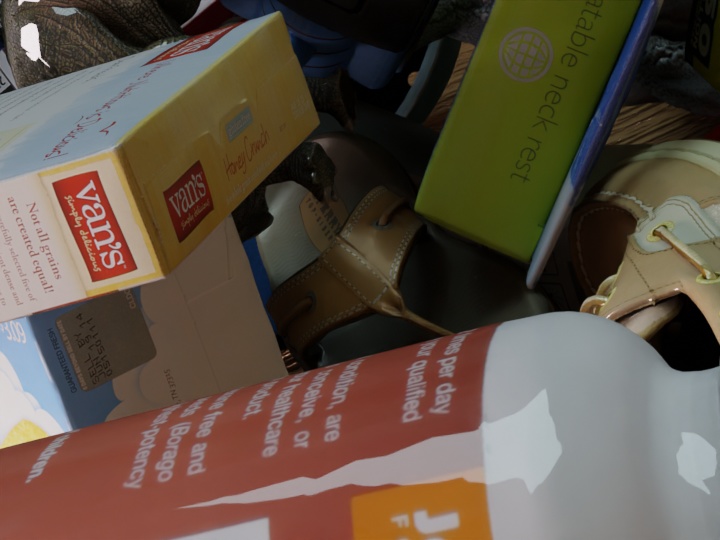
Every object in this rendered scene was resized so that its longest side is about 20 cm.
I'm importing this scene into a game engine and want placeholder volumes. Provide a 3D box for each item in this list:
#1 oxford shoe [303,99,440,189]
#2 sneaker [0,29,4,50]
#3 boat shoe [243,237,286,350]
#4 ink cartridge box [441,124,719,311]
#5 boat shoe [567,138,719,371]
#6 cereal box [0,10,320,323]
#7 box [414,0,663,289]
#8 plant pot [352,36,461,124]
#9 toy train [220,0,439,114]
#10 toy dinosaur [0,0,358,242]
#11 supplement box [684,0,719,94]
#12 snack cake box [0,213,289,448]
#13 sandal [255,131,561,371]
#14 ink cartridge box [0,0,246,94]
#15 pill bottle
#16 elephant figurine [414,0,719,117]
[{"bbox_3d":[-0.035,-0.034,0.855,0.200,0.071,0.071,9,22,-16],"label":"oxford shoe"},{"bbox_3d":[-0.182,-0.038,0.690,0.200,0.078,0.075,-40,24,45],"label":"sneaker"},{"bbox_3d":[-0.107,0.029,0.802,0.200,0.084,0.069,-3,-15,-12],"label":"boat shoe"},{"bbox_3d":[0.128,-0.038,0.767,0.200,0.047,0.160,-33,20,-34],"label":"ink cartridge box"},{"bbox_3d":[0.094,0.017,0.567,0.066,0.074,0.200,-23,20,-12],"label":"boat shoe"},{"bbox_3d":[-0.122,-0.012,0.571,0.200,0.040,0.144,-14,15,18],"label":"cereal box"},{"bbox_3d":[0.070,-0.084,0.694,0.048,0.122,0.200,23,22,4],"label":"box"},{"bbox_3d":[-0.036,-0.125,1.014,0.200,0.200,0.188,-16,-3,14],"label":"plant pot"},{"bbox_3d":[0.003,-0.119,0.709,0.114,0.087,0.200,-59,1,-21],"label":"toy train"},{"bbox_3d":[-0.065,-0.056,0.651,0.102,0.200,0.077,-15,44,20],"label":"toy dinosaur"},{"bbox_3d":[0.181,-0.085,0.649,0.109,0.109,0.200,2,20,-9],"label":"supplement box"},{"bbox_3d":[-0.092,0.041,0.645,0.067,0.115,0.200,-28,17,-26],"label":"snack cake box"},{"bbox_3d":[0.000,0.000,0.704,0.080,0.054,0.200,-44,33,5],"label":"sandal"},{"bbox_3d":[-0.085,-0.130,0.886,0.200,0.176,0.084,-39,-7,12],"label":"ink cartridge box"},{"bbox_3d":[0.010,0.072,0.424,0.200,0.112,0.112,-15,16,17],"label":"pill bottle"},{"bbox_3d":[0.117,-0.113,0.849,0.155,0.142,0.200,-48,-12,33],"label":"elephant figurine"}]
